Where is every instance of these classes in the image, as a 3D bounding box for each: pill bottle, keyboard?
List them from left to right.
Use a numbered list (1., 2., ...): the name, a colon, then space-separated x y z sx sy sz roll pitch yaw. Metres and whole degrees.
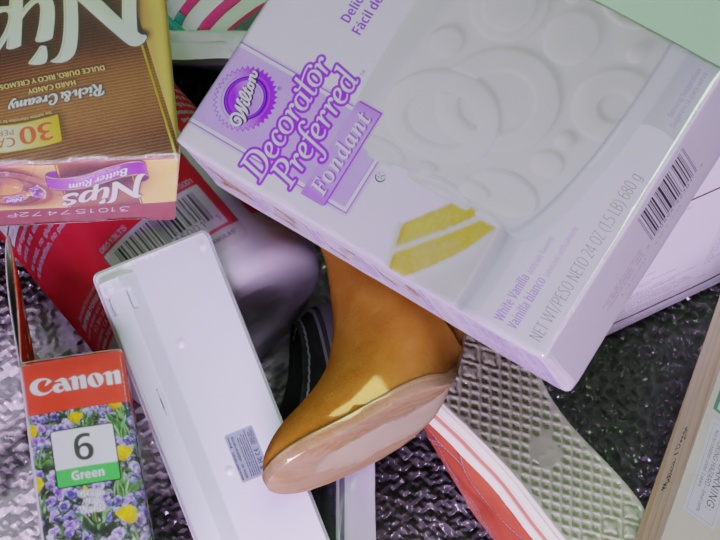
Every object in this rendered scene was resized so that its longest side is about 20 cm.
1. pill bottle: -0.119 -0.041 1.427 0.112 0.112 0.200 -32 68 -25
2. keyboard: -0.057 0.084 1.334 0.056 0.011 0.201 -21 85 -7

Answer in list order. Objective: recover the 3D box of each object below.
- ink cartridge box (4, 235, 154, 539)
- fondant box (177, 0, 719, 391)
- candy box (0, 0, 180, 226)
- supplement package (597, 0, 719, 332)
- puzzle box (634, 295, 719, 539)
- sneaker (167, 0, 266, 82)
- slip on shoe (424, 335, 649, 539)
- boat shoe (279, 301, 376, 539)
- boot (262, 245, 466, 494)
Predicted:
1. ink cartridge box: -0.120 0.092 1.346 0.050 0.109 0.201 -8 61 -5
2. fondant box: 0.042 -0.061 1.296 0.200 0.058 0.145 30 84 24
3. candy box: -0.147 -0.116 1.371 0.116 0.057 0.201 -3 59 -8
4. supplement package: 0.133 -0.072 1.427 0.113 0.200 0.110 -23 66 -22
5. puzzle box: 0.197 0.117 1.405 0.133 0.025 0.201 36 56 -18
6. sneaker: -0.040 -0.151 1.460 0.199 0.083 0.121 8 88 40
7. slip on shoe: 0.059 0.075 1.408 0.074 0.061 0.200 -28 75 -35
8. boat shoe: -0.030 0.106 1.385 0.066 0.070 0.201 3 66 -10
9. boot: 0.001 -0.001 1.356 0.201 0.071 0.144 -32 74 -26
